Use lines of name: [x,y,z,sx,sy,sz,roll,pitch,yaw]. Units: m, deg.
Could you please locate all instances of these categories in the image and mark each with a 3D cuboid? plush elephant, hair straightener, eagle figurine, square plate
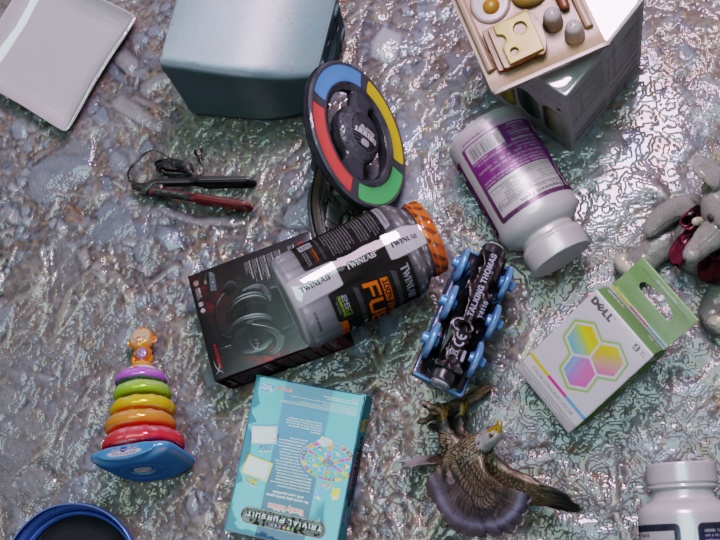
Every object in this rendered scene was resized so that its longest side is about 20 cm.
plush elephant: [0.422,-0.043,1.375,0.164,0.155,0.200,40,88,18]
hair straightener: [-0.236,-0.131,1.609,0.198,0.041,0.078,7,78,18]
eagle figurine: [0.147,0.237,1.374,0.151,0.151,0.201,-30,65,-7]
square plate: [-0.453,-0.327,1.702,0.199,0.028,0.199,29,85,17]

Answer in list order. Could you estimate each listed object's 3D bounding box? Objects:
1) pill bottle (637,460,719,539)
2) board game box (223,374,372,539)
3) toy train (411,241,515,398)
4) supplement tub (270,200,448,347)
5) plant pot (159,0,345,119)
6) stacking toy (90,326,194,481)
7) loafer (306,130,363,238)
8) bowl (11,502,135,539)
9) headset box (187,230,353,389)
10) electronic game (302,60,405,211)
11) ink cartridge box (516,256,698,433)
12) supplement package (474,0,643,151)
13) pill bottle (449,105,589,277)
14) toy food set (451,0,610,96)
pill bottle: [0.377,0.323,1.324,0.110,0.111,0.203,-4,76,11]
board game box: [-0.078,0.247,1.476,0.149,0.047,0.203,9,80,14]
toy train: [0.127,0.062,1.420,0.086,0.114,0.202,23,68,1]
supplement tub: [0.000,0.000,1.410,0.198,0.123,0.123,-26,73,-8]
plant pot: [-0.130,-0.313,1.548,0.198,0.196,0.199,12,80,8]
stacking toy: [-0.287,0.167,1.523,0.115,0.110,0.202,-11,64,12]
loafer: [-0.028,-0.103,1.509,0.063,0.071,0.202,-29,53,38]
bowl: [-0.374,0.406,1.508,0.198,0.039,0.203,-3,77,12]
headset box: [-0.108,0.050,1.513,0.198,0.077,0.150,-19,74,9]
electronic game: [-0.006,-0.173,1.486,0.041,0.199,0.203,-18,72,34]
ink cartridge box: [0.294,0.090,1.386,0.200,0.059,0.104,-47,70,24]
supplement package: [0.248,-0.278,1.445,0.151,0.200,0.151,38,88,18]
pill bottle: [0.205,-0.097,1.460,0.112,0.112,0.201,-30,73,4]
toy food set: [0.183,-0.313,1.331,0.142,0.060,0.202,-23,72,7]
